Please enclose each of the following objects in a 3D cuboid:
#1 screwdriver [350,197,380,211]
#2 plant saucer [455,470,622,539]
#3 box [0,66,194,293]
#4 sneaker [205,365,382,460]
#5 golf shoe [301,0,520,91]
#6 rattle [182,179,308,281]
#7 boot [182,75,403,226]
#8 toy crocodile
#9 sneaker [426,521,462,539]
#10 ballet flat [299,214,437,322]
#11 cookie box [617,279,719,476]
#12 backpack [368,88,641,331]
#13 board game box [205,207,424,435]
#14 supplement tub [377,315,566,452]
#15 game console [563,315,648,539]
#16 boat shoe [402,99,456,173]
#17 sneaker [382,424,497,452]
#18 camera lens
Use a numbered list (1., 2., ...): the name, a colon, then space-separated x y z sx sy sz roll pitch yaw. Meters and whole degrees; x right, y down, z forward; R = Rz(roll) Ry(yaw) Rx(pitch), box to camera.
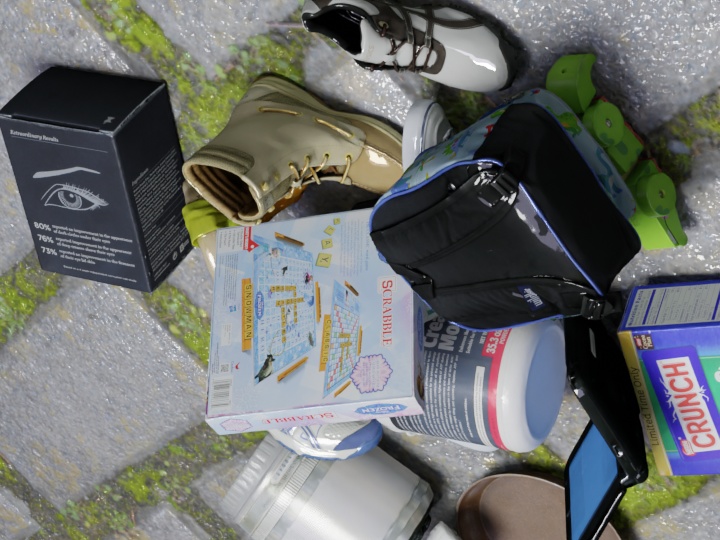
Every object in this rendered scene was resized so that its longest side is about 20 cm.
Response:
1. screwdriver: -0.034 -0.044 1.672 0.199 0.029 0.028 -16 116 39
2. plant saucer: 0.199 0.285 1.792 0.199 0.035 0.201 18 134 20
3. box: -0.267 -0.094 1.722 0.147 0.104 0.201 12 130 24
4. sneaker: -0.071 0.131 1.727 0.199 0.075 0.089 15 126 14
5. golf shoe: 0.038 -0.195 1.456 0.199 0.095 0.078 25 134 10
6. rattle: -0.099 -0.020 1.721 0.130 0.142 0.201 44 162 52
7. boot: -0.049 -0.091 1.551 0.199 0.156 0.073 28 135 9
8. toy crocodile: 0.223 -0.098 1.449 0.200 0.062 0.067 51 148 -18
9. sneaker: 0.079 0.345 1.835 0.078 0.099 0.200 48 170 29
10. ballet flat: 0.000 0.000 1.607 0.199 0.069 0.070 22 136 33
11. cookie box: 0.350 0.096 1.500 0.199 0.075 0.172 -5 122 28
12. backpack: 0.123 -0.044 1.420 0.183 0.147 0.200 50 142 -16
13. board game box: -0.040 0.044 1.542 0.198 0.201 0.041 -7 152 15
14. supplement tub: 0.089 0.093 1.626 0.199 0.141 0.141 8 129 26
15. game console: 0.196 0.143 1.538 0.116 0.200 0.176 -29 108 16
16. boat shoe: 0.098 -0.068 1.536 0.086 0.075 0.203 7 131 27
17. sneaker: 0.067 0.141 1.740 0.199 0.073 0.071 26 145 24
18. camera lens: -0.032 0.254 1.820 0.200 0.160 0.160 35 136 2
